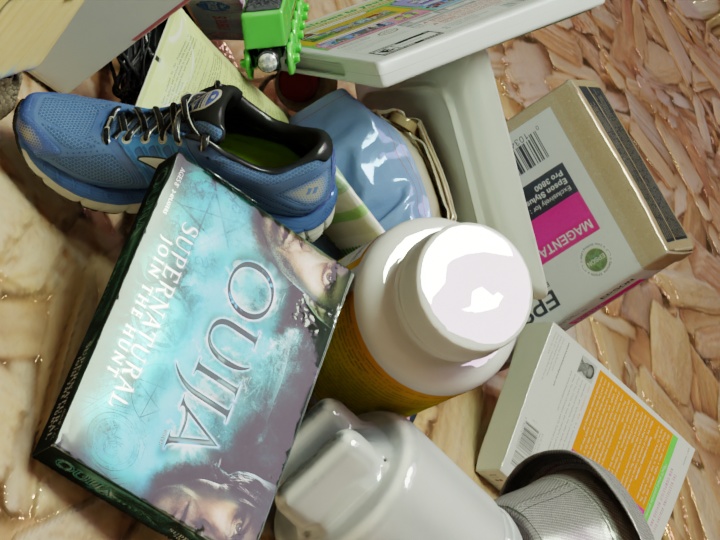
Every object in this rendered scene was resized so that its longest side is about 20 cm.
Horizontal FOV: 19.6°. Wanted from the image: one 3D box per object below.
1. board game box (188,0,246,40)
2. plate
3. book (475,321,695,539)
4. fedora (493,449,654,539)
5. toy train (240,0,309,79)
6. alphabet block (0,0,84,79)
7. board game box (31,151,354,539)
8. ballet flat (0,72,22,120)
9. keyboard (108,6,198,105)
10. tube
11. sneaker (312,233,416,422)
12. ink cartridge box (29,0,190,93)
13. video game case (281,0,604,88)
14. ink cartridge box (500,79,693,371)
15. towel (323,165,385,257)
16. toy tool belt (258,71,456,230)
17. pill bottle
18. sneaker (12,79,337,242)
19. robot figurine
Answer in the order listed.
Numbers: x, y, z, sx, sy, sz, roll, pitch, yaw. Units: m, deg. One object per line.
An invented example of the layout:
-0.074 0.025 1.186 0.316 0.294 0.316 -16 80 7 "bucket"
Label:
-0.096 -0.279 1.507 0.200 0.041 0.202 95 -3 -89 "board game box"
0.058 -0.073 1.595 0.200 0.032 0.201 4 -68 63 "plate"
0.180 0.151 1.669 0.200 0.048 0.134 42 58 -35 "book"
0.118 0.222 1.384 0.090 0.201 0.177 -10 31 -34 "fedora"
-0.062 -0.184 1.486 0.200 0.041 0.057 -87 171 -70 "toy train"
-0.226 -0.231 1.114 0.195 0.200 0.196 41 21 3 "alphabet block"
-0.088 0.050 1.171 0.135 0.028 0.201 34 56 -22 "board game box"
-0.251 -0.115 1.167 0.200 0.046 0.068 6 56 -64 "ballet flat"
-0.147 -0.127 1.440 0.201 0.039 0.104 -93 159 -45 "keyboard"
-0.102 -0.117 1.410 0.058 0.052 0.200 70 12 16 "tube"
-0.028 0.038 1.409 0.200 0.070 0.082 47 25 -17 "sneaker"
-0.177 -0.238 1.360 0.083 0.145 0.201 35 31 -40 "ink cartridge box"
0.047 -0.180 1.524 0.182 0.199 0.022 18 -54 56 "video game case"
0.142 -0.035 1.696 0.165 0.200 0.075 60 22 11 "ink cartridge box"
0.000 0.000 1.454 0.023 0.152 0.200 -47 108 -23 "towel"
-0.013 -0.078 1.532 0.201 0.125 0.123 59 13 7 "toy tool belt"
0.027 0.033 1.296 0.109 0.200 0.110 6 74 -23 "pill bottle"
-0.107 -0.081 1.243 0.199 0.089 0.079 11 47 -5 "sneaker"
0.026 0.166 1.288 0.200 0.113 0.170 45 9 -28 "robot figurine"
